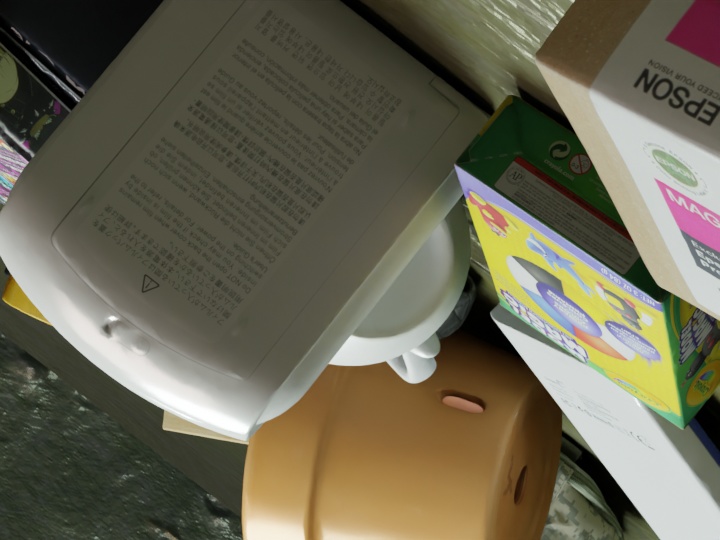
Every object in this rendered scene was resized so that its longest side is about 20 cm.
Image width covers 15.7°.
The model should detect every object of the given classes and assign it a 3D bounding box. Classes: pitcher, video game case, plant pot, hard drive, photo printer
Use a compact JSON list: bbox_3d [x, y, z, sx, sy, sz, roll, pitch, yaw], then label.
[{"bbox_3d":[0.000,0.000,1.355,0.172,0.121,0.200,49,174,-15],"label":"pitcher"},{"bbox_3d":[-0.198,-0.085,1.328,0.181,0.036,0.200,45,167,-30],"label":"video game case"},{"bbox_3d":[0.033,0.114,1.550,0.140,0.201,0.200,12,159,19],"label":"plant pot"},{"bbox_3d":[0.161,0.101,1.418,0.200,0.025,0.132,52,167,-29],"label":"hard drive"},{"bbox_3d":[-0.058,-0.034,1.199,0.166,0.200,0.069,37,169,4],"label":"photo printer"}]

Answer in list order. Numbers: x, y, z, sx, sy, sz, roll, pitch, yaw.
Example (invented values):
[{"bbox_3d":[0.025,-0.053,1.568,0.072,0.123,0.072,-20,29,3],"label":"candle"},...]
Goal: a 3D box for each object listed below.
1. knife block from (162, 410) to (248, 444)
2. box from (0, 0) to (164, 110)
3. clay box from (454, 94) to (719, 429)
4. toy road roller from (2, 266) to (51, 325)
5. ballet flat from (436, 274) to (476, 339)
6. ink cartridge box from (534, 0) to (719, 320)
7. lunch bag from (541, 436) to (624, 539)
[{"bbox_3d":[-0.033,0.089,1.740,0.199,0.064,0.176,6,180,-1],"label":"knife block"},{"bbox_3d":[-0.137,-0.125,1.339,0.148,0.104,0.200,42,168,-14],"label":"box"},{"bbox_3d":[0.112,0.005,1.203,0.115,0.048,0.200,35,167,21],"label":"clay box"},{"bbox_3d":[-0.153,-0.016,1.760,0.146,0.123,0.200,26,-177,-5],"label":"toy road roller"},{"bbox_3d":[-0.017,-0.036,1.483,0.200,0.067,0.057,39,129,-5],"label":"ballet flat"},{"bbox_3d":[0.171,-0.017,0.863,0.200,0.075,0.165,32,168,35],"label":"ink cartridge box"},{"bbox_3d":[0.076,0.204,1.715,0.139,0.200,0.168,36,170,12],"label":"lunch bag"}]
